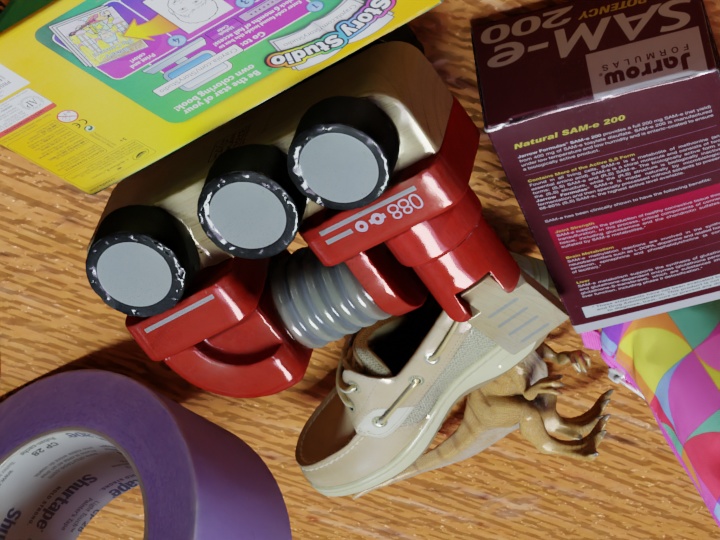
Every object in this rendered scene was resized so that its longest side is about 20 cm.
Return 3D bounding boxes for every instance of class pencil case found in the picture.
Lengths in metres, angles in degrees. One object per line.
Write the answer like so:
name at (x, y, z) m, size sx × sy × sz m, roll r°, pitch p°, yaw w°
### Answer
pencil case at (0.197, 0.085, 1.419) m, size 0.088 × 0.200 × 0.089 m, roll -23°, pitch 146°, yaw -16°

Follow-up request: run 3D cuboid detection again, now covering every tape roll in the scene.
tape roll at (-0.138, 0.159, 1.447) m, size 0.199 × 0.201 × 0.085 m, roll -26°, pitch 144°, yaw 26°

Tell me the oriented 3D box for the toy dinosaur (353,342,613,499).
toy dinosaur at (0.080, 0.073, 1.520) m, size 0.106 × 0.061 × 0.200 m, roll 24°, pitch 139°, yaw -2°

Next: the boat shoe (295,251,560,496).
boat shoe at (0.020, 0.048, 1.438) m, size 0.065 × 0.072 × 0.200 m, roll 24°, pitch 136°, yaw -27°

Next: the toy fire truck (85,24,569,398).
toy fire truck at (0.000, 0.000, 1.273) m, size 0.175 × 0.129 × 0.200 m, roll -26°, pitch 115°, yaw 26°

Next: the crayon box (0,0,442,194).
crayon box at (-0.079, -0.115, 1.154) m, size 0.199 × 0.059 × 0.119 m, roll -27°, pitch 145°, yaw 27°

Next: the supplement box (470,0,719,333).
supplement box at (0.127, -0.051, 1.307) m, size 0.108 × 0.061 × 0.200 m, roll -14°, pitch 149°, yaw 9°
